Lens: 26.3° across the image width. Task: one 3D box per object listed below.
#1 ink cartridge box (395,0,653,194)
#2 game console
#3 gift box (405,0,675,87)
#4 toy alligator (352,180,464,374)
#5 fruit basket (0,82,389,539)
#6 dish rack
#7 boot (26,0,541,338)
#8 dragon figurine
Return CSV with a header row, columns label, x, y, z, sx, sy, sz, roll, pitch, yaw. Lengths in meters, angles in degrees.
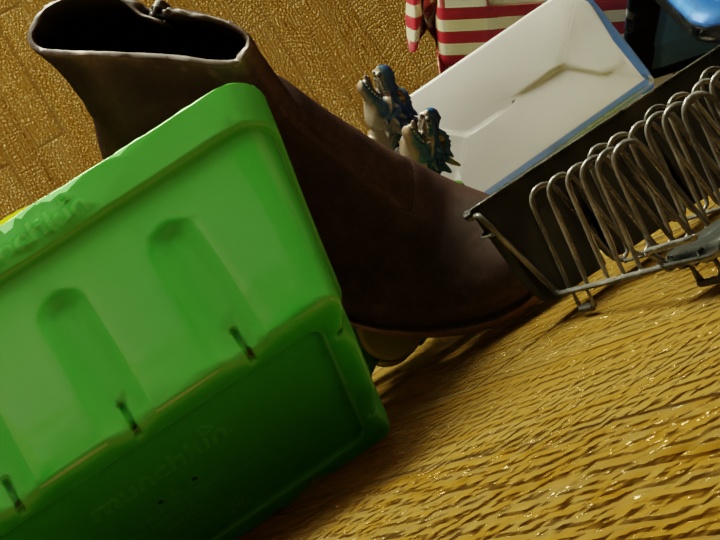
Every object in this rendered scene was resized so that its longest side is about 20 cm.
label,x,y,z,sx,sy,sz,roll,pitch,yaw
ink cartridge box,0.098,-0.073,0.911,0.136,0.077,0.200,-34,-12,2
game console,0.264,-0.154,0.906,0.197,0.119,0.171,-18,33,-2
gift box,0.129,-0.177,1.100,0.184,0.203,0.185,0,22,8
toy alligator,0.040,-0.013,0.721,0.200,0.054,0.059,-42,-3,-4
fruit basket,-0.108,0.021,0.591,0.214,0.216,0.156,-33,-38,-9
dish rack,0.129,-0.046,0.518,0.153,0.055,0.200,-34,2,-10
boot,-0.023,-0.040,0.625,0.167,0.197,0.073,61,-135,-64
dragon figurine,0.000,0.000,0.774,0.098,0.202,0.059,-16,36,-18
